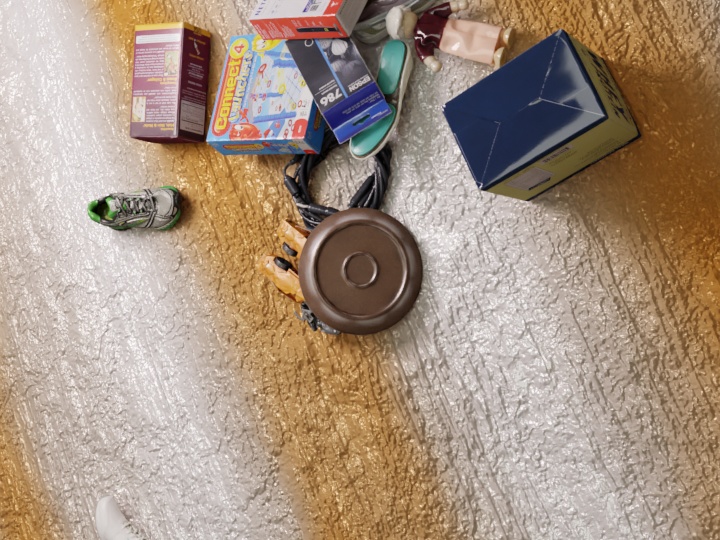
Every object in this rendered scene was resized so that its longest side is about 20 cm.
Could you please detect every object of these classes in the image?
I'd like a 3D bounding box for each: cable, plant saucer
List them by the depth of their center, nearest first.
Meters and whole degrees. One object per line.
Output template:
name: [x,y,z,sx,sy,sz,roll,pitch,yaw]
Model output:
plant saucer: [0.000,0.000,1.635,0.197,0.032,0.203,0,85,1]
cable: [-0.033,-0.149,1.696,0.199,0.051,0.165,-26,77,25]

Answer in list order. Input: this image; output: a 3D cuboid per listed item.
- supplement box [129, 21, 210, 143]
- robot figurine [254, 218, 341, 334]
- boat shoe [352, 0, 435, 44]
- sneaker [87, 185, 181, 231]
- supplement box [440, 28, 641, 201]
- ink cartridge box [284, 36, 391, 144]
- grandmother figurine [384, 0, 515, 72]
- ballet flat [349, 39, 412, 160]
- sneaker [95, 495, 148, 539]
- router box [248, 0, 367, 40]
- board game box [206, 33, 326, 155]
supplement box: [-0.338,-0.330,1.847,0.109,0.085,0.203,3,90,28]
robot figurine: [-0.070,0.010,1.703,0.199,0.058,0.146,38,106,17]
boat shoe: [0.062,-0.438,1.636,0.201,0.065,0.075,-35,73,14]
sneaker: [-0.407,-0.108,1.882,0.198,0.085,0.079,-10,84,27]
supplement box: [0.256,-0.208,1.454,0.199,0.199,0.136,-30,75,25]
ink cartridge box: [-0.036,-0.304,1.624,0.099,0.039,0.201,-31,65,6]
grandmother figurine: [0.128,-0.357,1.584,0.198,0.061,0.122,20,68,16]
ballet flat: [0.042,-0.262,1.640,0.069,0.069,0.202,16,85,28]
sneaker: [-0.416,0.498,1.890,0.080,0.070,0.202,-26,83,16]
router box: [-0.061,-0.458,1.655,0.178,0.049,0.202,6,61,35]
board game box: [-0.143,-0.294,1.725,0.194,0.056,0.203,2,72,28]
